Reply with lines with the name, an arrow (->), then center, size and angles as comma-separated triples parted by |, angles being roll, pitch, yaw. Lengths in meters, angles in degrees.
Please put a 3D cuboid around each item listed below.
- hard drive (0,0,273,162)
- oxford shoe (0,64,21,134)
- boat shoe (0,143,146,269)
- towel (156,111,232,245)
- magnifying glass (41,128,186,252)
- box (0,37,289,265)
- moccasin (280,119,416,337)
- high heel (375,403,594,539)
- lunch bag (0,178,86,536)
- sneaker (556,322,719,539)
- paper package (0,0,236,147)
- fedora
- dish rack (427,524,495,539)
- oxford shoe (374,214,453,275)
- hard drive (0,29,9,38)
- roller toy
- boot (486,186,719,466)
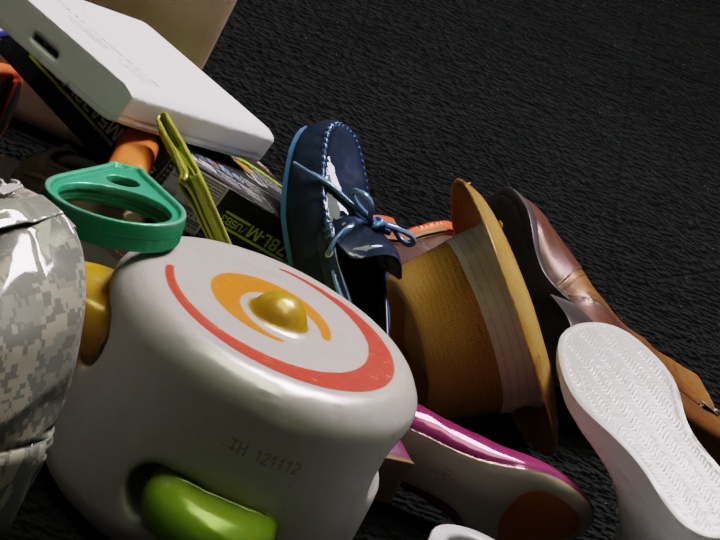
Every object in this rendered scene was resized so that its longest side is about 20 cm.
hard drive -> -0.143, -0.124, 1.686 | 0.132, 0.026, 0.200 | 41, 10, 20
oxford shoe -> -0.279, -0.103, 1.736 | 0.072, 0.072, 0.200 | 24, 11, 7
boat shoe -> -0.178, -0.036, 1.661 | 0.075, 0.069, 0.200 | 39, -1, -33
towel -> -0.077, 0.008, 1.623 | 0.018, 0.201, 0.086 | -25, 32, -6
magnifying glass -> -0.133, -0.048, 1.545 | 0.079, 0.023, 0.200 | 13, 14, -3
box -> -0.116, -0.073, 1.774 | 0.193, 0.048, 0.200 | 42, 8, 40
moccasin -> 0.000, 0.000, 1.712 | 0.080, 0.068, 0.201 | 14, 64, -49
high heel -> 0.050, 0.110, 1.647 | 0.199, 0.068, 0.096 | 13, 31, -32
lunch bag -> -0.230, 0.043, 1.326 | 0.139, 0.168, 0.200 | 37, 22, 23
sneaker -> 0.165, 0.132, 1.686 | 0.073, 0.116, 0.200 | -7, 42, -19
paper package -> -0.196, -0.196, 1.890 | 0.199, 0.191, 0.104 | 23, 22, -16
fedora -> 0.063, 0.039, 1.767 | 0.081, 0.202, 0.201 | -18, 33, -5
dish rack -> 0.094, 0.222, 1.486 | 0.171, 0.044, 0.200 | 27, 21, 1
oxford shoe -> 0.029, 0.009, 1.898 | 0.200, 0.071, 0.073 | 2, 65, -61
hard drive -> -0.333, -0.155, 1.725 | 0.199, 0.026, 0.132 | -12, 22, -33
roller toy -> -0.070, 0.071, 1.497 | 0.182, 0.140, 0.200 | 3, 32, -49
boot -> 0.176, 0.038, 1.931 | 0.199, 0.069, 0.189 | 27, 18, -38
